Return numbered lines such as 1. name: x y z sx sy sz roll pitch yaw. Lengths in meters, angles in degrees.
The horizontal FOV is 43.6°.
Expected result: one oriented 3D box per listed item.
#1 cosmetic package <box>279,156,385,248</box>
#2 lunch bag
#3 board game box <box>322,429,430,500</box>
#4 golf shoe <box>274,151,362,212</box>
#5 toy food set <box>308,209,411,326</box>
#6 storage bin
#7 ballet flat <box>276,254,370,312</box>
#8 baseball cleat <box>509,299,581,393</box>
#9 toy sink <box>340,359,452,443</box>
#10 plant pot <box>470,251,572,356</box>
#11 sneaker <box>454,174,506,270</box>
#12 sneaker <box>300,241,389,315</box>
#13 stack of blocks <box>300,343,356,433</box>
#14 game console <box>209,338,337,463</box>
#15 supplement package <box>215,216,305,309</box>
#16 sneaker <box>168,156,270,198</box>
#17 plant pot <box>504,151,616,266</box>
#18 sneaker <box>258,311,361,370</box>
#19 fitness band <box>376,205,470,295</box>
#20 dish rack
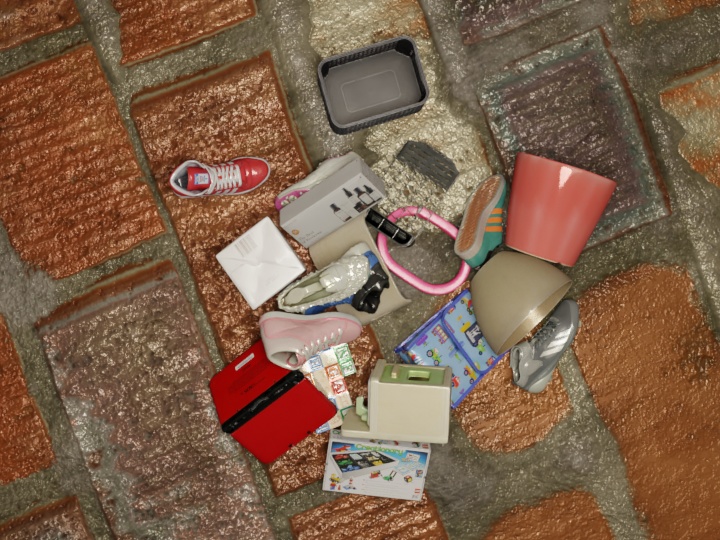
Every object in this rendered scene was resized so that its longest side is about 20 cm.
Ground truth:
1. cosmetic package: -0.054 -0.125 1.709 0.198 0.051 0.082 -31 129 24
2. lunch bag: 0.192 0.149 1.773 0.199 0.094 0.151 -41 93 -16
3. board game box: 0.030 0.379 1.750 0.196 0.035 0.128 8 117 -3
4. golf shoe: -0.076 -0.169 1.765 0.197 0.076 0.093 -18 47 12
5. toy food set: 0.000 0.000 1.750 0.142 0.060 0.202 -26 93 31
6. storage bin: 0.023 -0.358 1.753 0.196 0.094 0.138 -17 91 -2
7. ballet flat: -0.071 0.031 1.642 0.198 0.072 0.073 -26 91 26
8. baseball cleat: 0.360 0.141 1.769 0.105 0.069 0.203 24 88 -29
9. toy sink: 0.068 0.235 1.652 0.196 0.130 0.114 2 100 8
10. plant pot: 0.286 0.043 1.713 0.200 0.200 0.135 -42 73 -3
11. sneaker: 0.247 -0.092 1.771 0.080 0.071 0.202 43 61 -36
12. sneaker: -0.027 0.052 1.698 0.200 0.076 0.112 -44 74 24
13. stack of blocks: -0.066 0.200 1.760 0.113 0.059 0.203 -19 91 -3
14. game console: -0.170 0.242 1.738 0.199 0.118 0.174 -37 55 17
15. supplement package: -0.182 -0.014 1.685 0.121 0.200 0.121 -37 92 -3
16. sneaker: -0.271 -0.180 1.725 0.196 0.112 0.073 -12 91 -3
17. plant pot: 0.370 -0.114 1.731 0.197 0.200 0.181 17 97 -3
18. sneaker: -0.088 0.136 1.661 0.196 0.076 0.106 4 47 -18
19. fitness band: 0.127 -0.040 1.785 0.198 0.037 0.145 32 88 -1
20. dish rack: 0.091 -0.156 1.750 0.152 0.055 0.201 35 88 21
